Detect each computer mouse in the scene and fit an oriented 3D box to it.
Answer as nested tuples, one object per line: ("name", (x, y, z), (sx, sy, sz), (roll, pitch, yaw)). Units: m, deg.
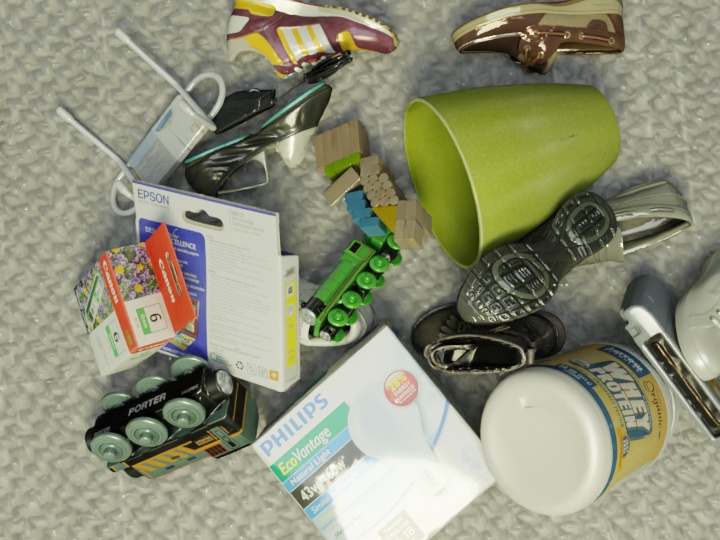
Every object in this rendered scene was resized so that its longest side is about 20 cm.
("computer mouse", (-0.094, -0.205, 1.092), (0.198, 0.059, 0.034), (-23, 97, 23))

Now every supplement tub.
("supplement tub", (0.232, 0.155, 1.011), (0.143, 0.198, 0.147), (9, 104, 41))

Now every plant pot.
("plant pot", (0.174, -0.124, 1.058), (0.197, 0.187, 0.190), (-20, 88, -13))

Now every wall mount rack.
("wall mount rack", (-0.252, -0.171, 1.112), (0.201, 0.074, 0.174), (-49, 56, 8))

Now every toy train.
("toy train", (-0.207, 0.171, 1.075), (0.198, 0.086, 0.114), (-26, 127, 22))
("toy train", (0.000, 0.000, 1.067), (0.056, 0.042, 0.200), (29, 51, 12))

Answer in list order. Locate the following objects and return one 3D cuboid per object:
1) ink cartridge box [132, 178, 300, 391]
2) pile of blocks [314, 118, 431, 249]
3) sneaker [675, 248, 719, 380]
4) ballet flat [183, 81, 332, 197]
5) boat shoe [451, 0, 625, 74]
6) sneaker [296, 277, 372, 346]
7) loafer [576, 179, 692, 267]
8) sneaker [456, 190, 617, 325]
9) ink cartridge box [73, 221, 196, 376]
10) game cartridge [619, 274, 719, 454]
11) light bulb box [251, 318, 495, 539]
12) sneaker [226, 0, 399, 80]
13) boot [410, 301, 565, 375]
("ink cartridge box", (-0.155, 0.011, 1.052), (0.195, 0.047, 0.204), (14, 114, 27))
("pile of blocks", (0.013, -0.081, 1.087), (0.082, 0.062, 0.201), (-39, 53, 8))
("sneaker", (0.391, 0.028, 1.027), (0.073, 0.084, 0.201), (44, 48, -10))
("ballet flat", (-0.107, -0.139, 1.118), (0.198, 0.068, 0.069), (-28, 97, 11))
("boat shoe", (0.203, -0.258, 1.104), (0.196, 0.072, 0.073), (-8, 87, -4))
("sneaker", (-0.084, 0.036, 1.089), (0.196, 0.100, 0.076), (11, 100, 3))
("loafer", (0.271, -0.040, 1.087), (0.197, 0.070, 0.070), (-23, 43, 2))
("sneaker", (0.177, 0.000, 1.007), (0.198, 0.091, 0.077), (-31, 81, -20))
("ink cartridge box", (-0.246, 0.035, 1.049), (0.050, 0.199, 0.111), (-15, 80, -34))
("game cartridge", (0.355, 0.100, 1.056), (0.041, 0.133, 0.201), (-37, 91, 30))
("light bulb box", (0.020, 0.194, 1.070), (0.198, 0.125, 0.201), (-41, 88, 1))
("sneaker", (-0.055, -0.257, 1.116), (0.197, 0.075, 0.092), (14, 97, 9))
("boot", (0.111, 0.073, 1.023), (0.197, 0.173, 0.071), (-5, 92, 31))
